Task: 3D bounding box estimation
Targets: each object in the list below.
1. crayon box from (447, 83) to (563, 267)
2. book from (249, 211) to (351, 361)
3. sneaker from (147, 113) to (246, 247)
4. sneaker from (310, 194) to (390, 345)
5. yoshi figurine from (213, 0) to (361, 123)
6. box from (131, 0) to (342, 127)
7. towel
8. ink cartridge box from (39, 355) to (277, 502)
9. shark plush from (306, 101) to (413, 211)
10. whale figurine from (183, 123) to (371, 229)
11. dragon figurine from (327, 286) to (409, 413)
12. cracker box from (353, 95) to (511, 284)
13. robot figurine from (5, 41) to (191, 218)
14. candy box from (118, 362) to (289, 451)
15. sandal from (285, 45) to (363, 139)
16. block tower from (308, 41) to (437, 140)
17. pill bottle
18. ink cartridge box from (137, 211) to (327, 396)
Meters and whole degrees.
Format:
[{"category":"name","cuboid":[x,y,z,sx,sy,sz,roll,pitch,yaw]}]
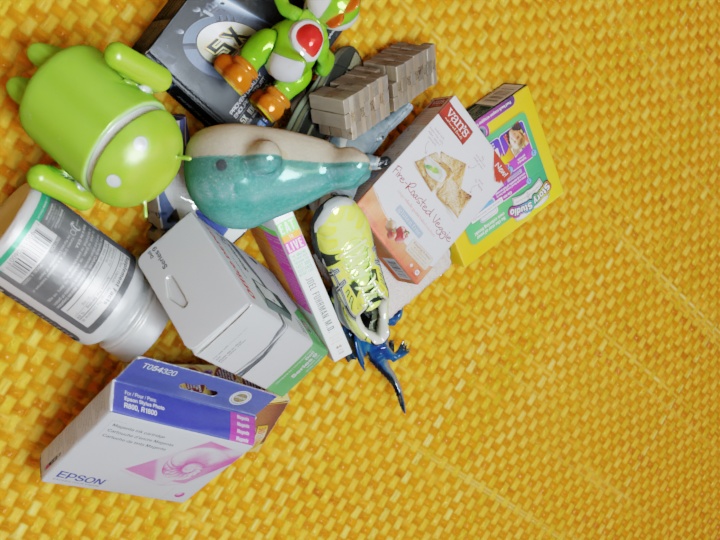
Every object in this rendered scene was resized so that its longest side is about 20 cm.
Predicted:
[{"category":"crayon box","cuboid":[0.173,-0.133,1.247,0.199,0.058,0.174,-35,117,-19]},{"category":"book","cuboid":[-0.079,0.001,1.087,0.048,0.133,0.202,-27,114,-12]},{"category":"sneaker","cuboid":[-0.190,-0.085,1.045,0.114,0.080,0.203,-13,115,-30]},{"category":"sneaker","cuboid":[0.000,0.000,1.030,0.075,0.076,0.202,-32,132,-16]},{"category":"yoshi figurine","cuboid":[-0.066,-0.267,0.973,0.112,0.112,0.200,43,94,10]},{"category":"box","cuboid":[-0.136,-0.267,1.022,0.164,0.086,0.201,41,80,-30]},{"category":"towel","cuboid":[0.035,-0.016,1.167,0.200,0.034,0.134,-40,107,-35]},{"category":"ink cartridge box","cuboid":[-0.222,0.188,1.007,0.195,0.044,0.200,23,127,-41]},{"category":"shark plush","cuboid":[0.001,-0.131,1.093,0.199,0.083,0.092,-39,138,-36]},{"category":"whale figurine","cuboid":[-0.088,-0.094,0.948,0.197,0.159,0.106,4,88,1]},{"category":"dragon figurine","cuboid":[0.009,0.097,1.203,0.098,0.059,0.203,-11,102,-25]},{"category":"cracker box","cuboid":[0.082,-0.102,1.129,0.200,0.057,0.134,-49,114,-15]},{"category":"robot figurine","cuboid":[-0.265,-0.148,0.918,0.200,0.116,0.176,41,102,10]},{"category":"candy box","cuboid":[-0.197,0.167,1.073,0.197,0.057,0.117,3,137,-31]},{"category":"sandal","cuboid":[-0.061,-0.196,1.093,0.202,0.057,0.080,-56,145,-16]},{"category":"block tower","cuboid":[0.019,-0.222,1.096,0.200,0.057,0.055,-39,134,-41]},{"category":"pill bottle","cuboid":[-0.307,0.008,0.971,0.200,0.113,0.114,41,80,-31]},{"category":"ink cartridge box","cuboid":[-0.138,0.043,1.004,0.084,0.146,0.200,-40,152,4]}]
